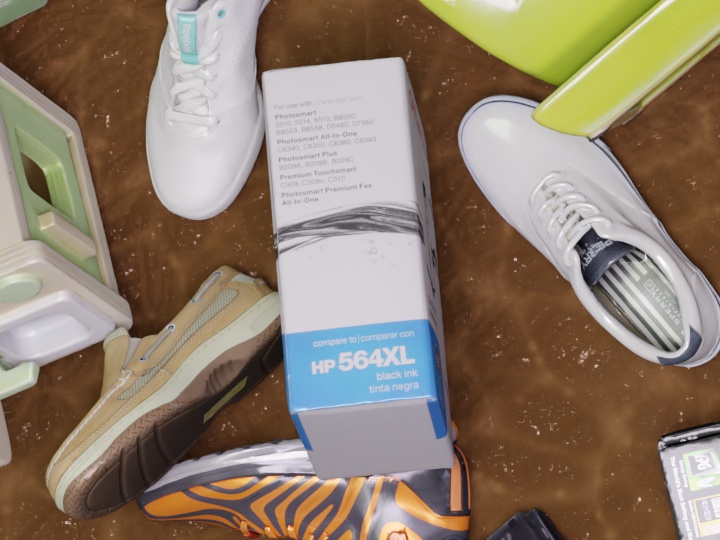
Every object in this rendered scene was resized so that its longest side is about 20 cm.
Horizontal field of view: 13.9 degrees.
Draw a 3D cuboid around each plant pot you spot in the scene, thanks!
[{"bbox_3d":[0.131,-0.187,1.617,0.200,0.199,0.182,-39,87,12],"label":"plant pot"}]

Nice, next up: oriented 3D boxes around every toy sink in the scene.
[{"bbox_3d":[-0.212,-0.006,1.716,0.112,0.130,0.201,-22,64,15],"label":"toy sink"}]

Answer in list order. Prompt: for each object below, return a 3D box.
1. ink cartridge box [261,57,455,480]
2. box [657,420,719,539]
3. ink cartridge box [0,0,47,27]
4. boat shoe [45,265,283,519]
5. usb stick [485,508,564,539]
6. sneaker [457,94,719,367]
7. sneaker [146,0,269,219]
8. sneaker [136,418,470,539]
[{"bbox_3d":[0.000,0.000,1.647,0.084,0.146,0.201,-6,72,5],"label":"ink cartridge box"},{"bbox_3d":[0.279,0.168,1.643,0.192,0.048,0.201,-12,87,8],"label":"box"},{"bbox_3d":[-0.290,-0.216,1.757,0.200,0.145,0.048,48,135,9],"label":"ink cartridge box"},{"bbox_3d":[-0.122,0.066,1.710,0.076,0.200,0.072,37,139,16],"label":"boat shoe"},{"bbox_3d":[0.041,0.218,1.729,0.200,0.033,0.056,-42,56,13],"label":"usb stick"},{"bbox_3d":[0.131,-0.026,1.680,0.200,0.071,0.073,44,101,10],"label":"sneaker"},{"bbox_3d":[-0.093,-0.129,1.731,0.075,0.088,0.201,12,95,13],"label":"sneaker"},{"bbox_3d":[-0.032,0.153,1.727,0.199,0.078,0.113,-9,88,15],"label":"sneaker"}]
